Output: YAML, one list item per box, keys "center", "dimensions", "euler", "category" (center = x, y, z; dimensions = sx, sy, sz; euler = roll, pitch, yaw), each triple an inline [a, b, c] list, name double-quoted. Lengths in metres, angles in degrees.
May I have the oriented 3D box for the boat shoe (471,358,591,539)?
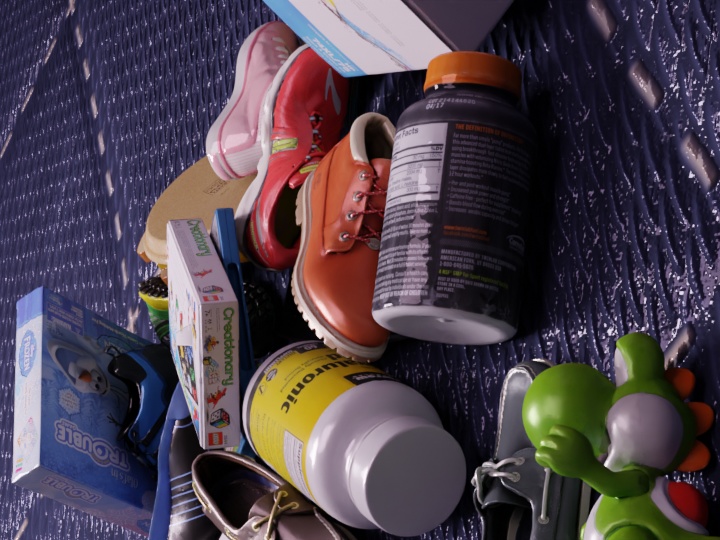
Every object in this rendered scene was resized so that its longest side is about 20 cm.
- center: [0.106, 0.145, 1.025]
  dimensions: [0.073, 0.062, 0.201]
  euler: [-36, 47, 50]
  category: "boat shoe"

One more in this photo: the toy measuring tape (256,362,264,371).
- center: [-0.062, 0.130, 1.363]
  dimensions: [0.200, 0.073, 0.074]
  euler: [105, 163, -55]
  category: "toy measuring tape"

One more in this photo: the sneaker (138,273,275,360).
- center: [-0.139, 0.054, 1.529]
  dimensions: [0.200, 0.078, 0.085]
  euler: [18, 129, 55]
  category: "sneaker"

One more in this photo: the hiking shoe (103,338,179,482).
- center: [-0.186, 0.166, 1.484]
  dimensions: [0.074, 0.086, 0.201]
  euler: [148, 112, -66]
  category: "hiking shoe"

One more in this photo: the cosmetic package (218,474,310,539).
- center: [-0.053, 0.251, 1.275]
  dimensions: [0.083, 0.050, 0.200]
  euler: [-64, 30, 18]
  category: "cosmetic package"

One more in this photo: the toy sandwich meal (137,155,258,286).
- center: [-0.125, -0.052, 1.515]
  dimensions: [0.205, 0.070, 0.205]
  euler: [-25, 29, 15]
  category: "toy sandwich meal"

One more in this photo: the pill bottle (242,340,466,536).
- center: [-0.004, 0.127, 1.184]
  dimensions: [0.200, 0.111, 0.112]
  euler: [25, 98, 61]
  category: "pill bottle"

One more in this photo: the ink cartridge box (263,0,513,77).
- center: [0.025, -0.256, 1.241]
  dimensions: [0.147, 0.146, 0.200]
  euler: [-54, 25, -14]
  category: "ink cartridge box"

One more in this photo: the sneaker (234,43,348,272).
- center: [-0.043, -0.093, 1.346]
  dimensions: [0.085, 0.077, 0.201]
  euler: [15, 92, 60]
  category: "sneaker"

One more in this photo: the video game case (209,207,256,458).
- center: [-0.111, 0.066, 1.361]
  dimensions: [0.143, 0.018, 0.201]
  euler: [115, 148, -63]
  category: "video game case"

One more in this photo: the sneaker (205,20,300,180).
- center: [-0.068, -0.169, 1.486]
  dimensions: [0.104, 0.075, 0.201]
  euler: [-15, 38, 32]
  category: "sneaker"

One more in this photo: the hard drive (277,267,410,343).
- center: [0.000, 0.000, 1.312]
  dimensions: [0.200, 0.042, 0.135]
  euler: [-4, 73, 62]
  category: "hard drive"

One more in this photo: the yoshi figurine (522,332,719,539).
- center: [0.140, 0.134, 0.928]
  dimensions: [0.112, 0.112, 0.201]
  euler: [138, 141, -55]
  category: "yoshi figurine"

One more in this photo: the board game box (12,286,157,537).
- center: [-0.242, 0.141, 1.517]
  dimensions: [0.043, 0.200, 0.200]
  euler: [-30, 49, 28]
  category: "board game box"

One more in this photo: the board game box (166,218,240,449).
- center: [-0.133, 0.048, 1.329]
  dimensions: [0.200, 0.034, 0.127]
  euler: [-123, 31, -64]
  category: "board game box"

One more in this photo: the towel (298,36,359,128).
- center: [-0.026, -0.244, 1.462]
  dimensions: [0.200, 0.022, 0.147]
  euler: [-112, 27, -50]
  category: "towel"

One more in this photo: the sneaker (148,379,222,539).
- center: [-0.141, 0.192, 1.416]
  dimensions: [0.070, 0.078, 0.201]
  euler: [-63, -18, -79]
  category: "sneaker"

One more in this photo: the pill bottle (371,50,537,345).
- center: [0.072, -0.054, 1.142]
  dimensions: [0.106, 0.106, 0.201]
  euler: [-15, 63, 58]
  category: "pill bottle"

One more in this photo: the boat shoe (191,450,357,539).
- center: [-0.068, 0.196, 1.227]
  dimensions: [0.072, 0.060, 0.200]
  euler: [-44, 35, -14]
  category: "boat shoe"

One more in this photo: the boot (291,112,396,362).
- center: [0.000, -0.029, 1.196]
  dimensions: [0.107, 0.075, 0.200]
  euler: [-51, 34, 40]
  category: "boot"
